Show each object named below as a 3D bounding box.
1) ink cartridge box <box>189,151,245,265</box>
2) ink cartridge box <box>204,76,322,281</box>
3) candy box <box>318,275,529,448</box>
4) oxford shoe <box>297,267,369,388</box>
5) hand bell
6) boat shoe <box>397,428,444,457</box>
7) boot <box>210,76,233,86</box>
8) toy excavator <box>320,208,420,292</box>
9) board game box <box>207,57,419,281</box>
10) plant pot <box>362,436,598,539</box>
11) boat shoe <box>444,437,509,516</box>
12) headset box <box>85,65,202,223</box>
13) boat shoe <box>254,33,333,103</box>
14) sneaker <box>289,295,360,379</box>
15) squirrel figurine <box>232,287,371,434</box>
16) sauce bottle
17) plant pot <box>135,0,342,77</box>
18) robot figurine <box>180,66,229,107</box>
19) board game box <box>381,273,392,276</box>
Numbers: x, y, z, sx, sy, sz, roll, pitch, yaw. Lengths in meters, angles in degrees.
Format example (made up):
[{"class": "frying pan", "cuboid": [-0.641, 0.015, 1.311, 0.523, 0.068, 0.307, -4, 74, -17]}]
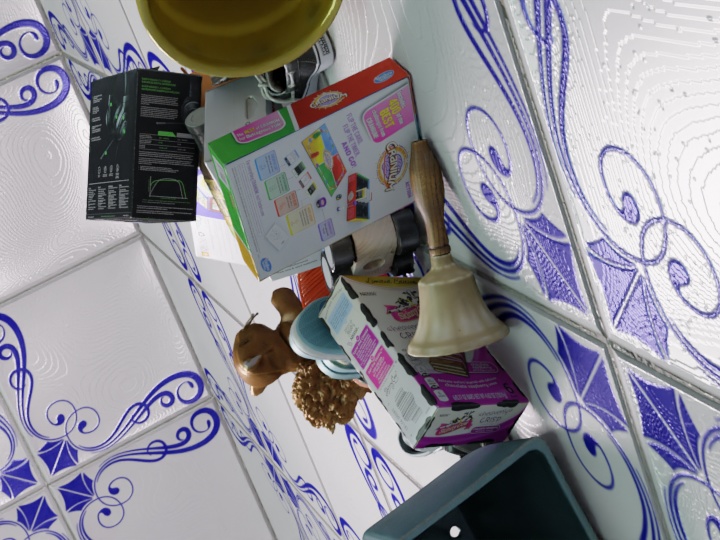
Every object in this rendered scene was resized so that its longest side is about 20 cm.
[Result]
[{"class": "ink cartridge box", "cuboid": [-0.137, -0.075, 1.883, 0.198, 0.044, 0.199, 12, 142, 11]}, {"class": "ink cartridge box", "cuboid": [-0.111, -0.114, 1.659, 0.147, 0.082, 0.201, -96, -16, -48]}, {"class": "candy box", "cuboid": [0.064, 0.090, 1.442, 0.200, 0.135, 0.061, 51, 125, 36]}, {"class": "oxford shoe", "cuboid": [-0.015, 0.061, 1.785, 0.072, 0.071, 0.201, -1, -121, -61]}, {"class": "hand bell", "cuboid": [0.075, -0.027, 1.350, 0.104, 0.103, 0.202, -167, 62, -71]}, {"class": "boat shoe", "cuboid": [0.086, 0.194, 1.682, 0.070, 0.071, 0.201, 60, 165, 10]}, {"class": "boot", "cuboid": [-0.169, -0.298, 1.650, 0.200, 0.067, 0.132, -104, -9, -72]}, {"class": "toy excavator", "cuboid": [-0.014, -0.077, 1.556, 0.195, 0.099, 0.202, 101, 154, -69]}, {"class": "board game box", "cuboid": [-0.035, -0.096, 1.342, 0.040, 0.199, 0.154, 49, 160, 43]}, {"class": "plant pot", "cuboid": [0.114, 0.301, 1.450, 0.198, 0.195, 0.200, 60, 159, -8]}, {"class": "boat shoe", "cuboid": [0.121, 0.176, 1.543, 0.202, 0.067, 0.072, 68, 167, -11]}, {"class": "headset box", "cuboid": [-0.283, -0.164, 1.800, 0.174, 0.092, 0.202, 0, 88, 59]}, {"class": "boat shoe", "cuboid": [-0.084, -0.221, 1.554, 0.074, 0.068, 0.199, 65, 166, -5]}, {"class": "sneaker", "cuboid": [-0.027, 0.086, 1.560, 0.131, 0.199, 0.080, -46, 69, 37]}, {"class": "squirrel figurine", "cuboid": [-0.069, 0.113, 1.851, 0.201, 0.185, 0.142, 57, 164, 21]}, {"class": "sauce bottle", "cuboid": [-0.165, -0.117, 1.760, 0.065, 0.064, 0.201, 44, 164, 52]}, {"class": "plant pot", "cuboid": [-0.130, -0.321, 1.328, 0.202, 0.199, 0.190, 79, 172, -48]}, {"class": "robot figurine", "cuboid": [-0.189, -0.193, 1.884, 0.201, 0.116, 0.145, 80, 168, -50]}, {"class": "board game box", "cuboid": [0.000, 0.000, 1.702, 0.159, 0.039, 0.200, 68, 166, -16]}]
